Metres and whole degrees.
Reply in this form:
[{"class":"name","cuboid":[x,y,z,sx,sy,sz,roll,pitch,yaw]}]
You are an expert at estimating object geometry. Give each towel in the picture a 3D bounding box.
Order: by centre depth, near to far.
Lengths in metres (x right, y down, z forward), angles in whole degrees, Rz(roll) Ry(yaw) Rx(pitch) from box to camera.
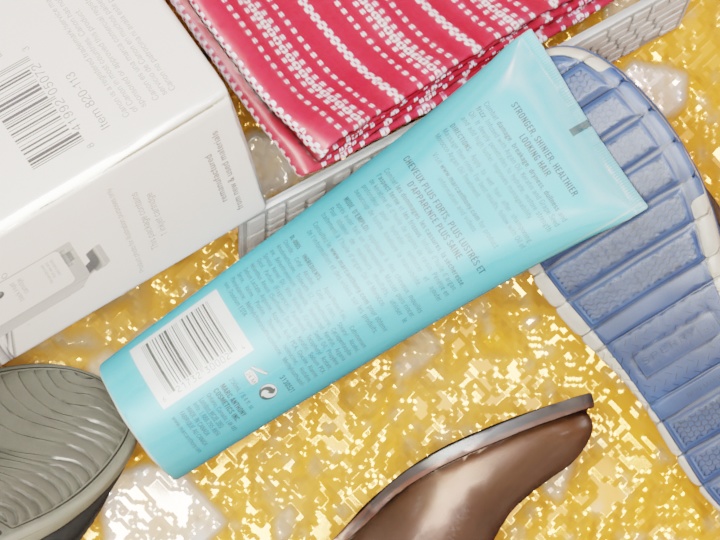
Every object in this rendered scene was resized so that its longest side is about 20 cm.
[{"class":"towel","cuboid":[0.011,-0.134,1.035,0.200,0.022,0.145,-32,83,-34]}]

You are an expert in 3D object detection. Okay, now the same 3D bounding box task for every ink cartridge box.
[{"class":"ink cartridge box","cuboid":[-0.158,-0.041,0.989,0.200,0.083,0.147,-31,60,-9]}]

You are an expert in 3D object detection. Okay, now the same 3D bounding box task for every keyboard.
[{"class":"keyboard","cuboid":[0.041,-0.058,1.049,0.200,0.056,0.011,-29,84,-9]}]

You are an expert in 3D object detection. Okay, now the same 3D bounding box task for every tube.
[{"class":"tube","cuboid":[0.000,0.000,0.997,0.200,0.050,0.077,-34,91,3]}]

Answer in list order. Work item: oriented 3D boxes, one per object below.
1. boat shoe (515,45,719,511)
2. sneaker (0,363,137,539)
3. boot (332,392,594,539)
[{"class":"boat shoe","cuboid":[0.113,0.005,1.038,0.072,0.072,0.200,-27,96,15]},{"class":"sneaker","cuboid":[-0.162,0.118,1.004,0.075,0.106,0.200,35,50,19]},{"class":"boot","cuboid":[0.052,0.169,1.014,0.186,0.064,0.200,-32,83,4]}]
